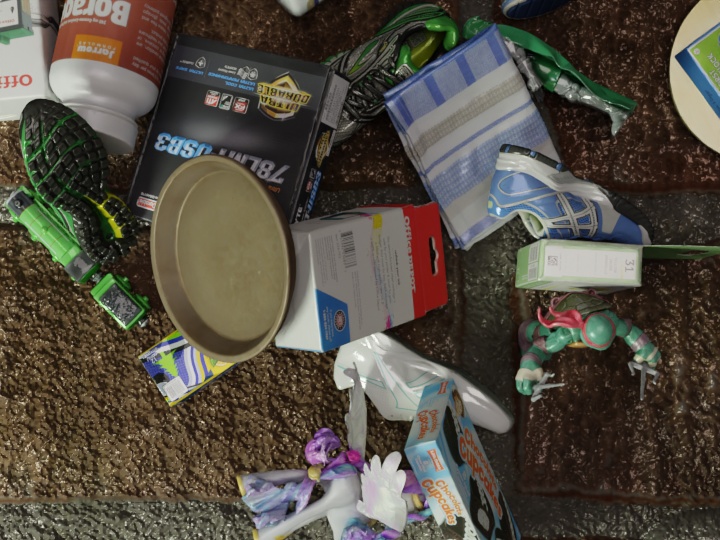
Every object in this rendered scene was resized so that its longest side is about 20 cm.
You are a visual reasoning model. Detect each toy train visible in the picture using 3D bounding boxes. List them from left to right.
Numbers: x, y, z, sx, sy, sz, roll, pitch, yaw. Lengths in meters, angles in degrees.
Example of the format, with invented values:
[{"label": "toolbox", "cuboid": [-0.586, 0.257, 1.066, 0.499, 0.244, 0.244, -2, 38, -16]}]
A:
[{"label": "toy train", "cuboid": [-0.297, -0.013, 1.227, 0.200, 0.056, 0.042, 44, 89, 1]}]

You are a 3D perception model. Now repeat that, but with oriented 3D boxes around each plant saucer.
[{"label": "plant saucer", "cuboid": [-0.130, -0.012, 1.130, 0.199, 0.029, 0.202, 9, 103, 41]}]

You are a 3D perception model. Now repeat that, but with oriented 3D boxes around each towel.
[{"label": "towel", "cuboid": [0.122, -0.133, 1.214, 0.146, 0.024, 0.201, -33, 119, -4]}]

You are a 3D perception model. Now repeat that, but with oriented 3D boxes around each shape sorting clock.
[{"label": "shape sorting clock", "cuboid": [0.431, -0.215, 1.264, 0.198, 0.039, 0.202, 0, 88, -2]}]

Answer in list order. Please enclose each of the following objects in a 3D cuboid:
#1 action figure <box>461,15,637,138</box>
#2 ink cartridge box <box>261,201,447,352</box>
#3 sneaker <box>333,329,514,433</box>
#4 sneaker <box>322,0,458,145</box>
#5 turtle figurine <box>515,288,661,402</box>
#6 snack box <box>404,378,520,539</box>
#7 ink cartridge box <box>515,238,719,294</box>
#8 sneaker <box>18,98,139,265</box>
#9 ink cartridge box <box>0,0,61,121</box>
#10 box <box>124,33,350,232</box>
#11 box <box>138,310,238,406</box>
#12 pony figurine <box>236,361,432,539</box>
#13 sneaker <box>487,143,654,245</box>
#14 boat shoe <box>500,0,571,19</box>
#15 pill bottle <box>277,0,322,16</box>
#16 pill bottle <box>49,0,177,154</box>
[{"label": "action figure", "cuboid": [0.194, -0.209, 1.238, 0.199, 0.118, 0.055, 34, 97, 10]}, {"label": "ink cartridge box", "cuboid": [0.000, 0.000, 1.172, 0.067, 0.199, 0.117, 2, 102, 41]}, {"label": "sneaker", "cuboid": [0.064, 0.126, 1.226, 0.199, 0.070, 0.081, 27, 92, 8]}, {"label": "sneaker", "cuboid": [0.017, -0.204, 1.215, 0.200, 0.085, 0.078, -45, 116, -2]}, {"label": "turtle figurine", "cuboid": [0.221, 0.068, 1.159, 0.149, 0.200, 0.101, -2, 94, -3]}, {"label": "snack box", "cuboid": [0.104, 0.222, 1.159, 0.037, 0.116, 0.201, -17, 110, 20]}, {"label": "ink cartridge box", "cuboid": [0.267, -0.002, 1.194, 0.199, 0.146, 0.048, 4, 86, -1]}, {"label": "sneaker", "cuboid": [-0.293, -0.091, 1.163, 0.078, 0.201, 0.085, -38, 53, -21]}, {"label": "ink cartridge box", "cuboid": [-0.394, -0.262, 1.227, 0.145, 0.084, 0.201, -6, 86, -1]}, {"label": "box", "cuboid": [-0.128, -0.126, 1.201, 0.199, 0.050, 0.200, 18, 89, 25]}, {"label": "box", "cuboid": [-0.128, 0.060, 1.219, 0.199, 0.070, 0.064, -34, 87, -3]}, {"label": "pony figurine", "cuboid": [-0.016, 0.215, 1.170, 0.199, 0.194, 0.167, -16, 46, -3]}, {"label": "sneaker", "cuboid": [0.216, -0.061, 1.222, 0.199, 0.076, 0.077, 23, 91, -18]}, {"label": "boat shoe", "cuboid": [0.227, -0.335, 1.258, 0.199, 0.072, 0.073, -27, 82, -13]}, {"label": "pill bottle", "cuboid": [-0.022, -0.370, 1.225, 0.200, 0.120, 0.120, -36, 88, -4]}, {"label": "pill bottle", "cuboid": [-0.255, -0.227, 1.203, 0.111, 0.112, 0.201, 9, 79, -1]}]
